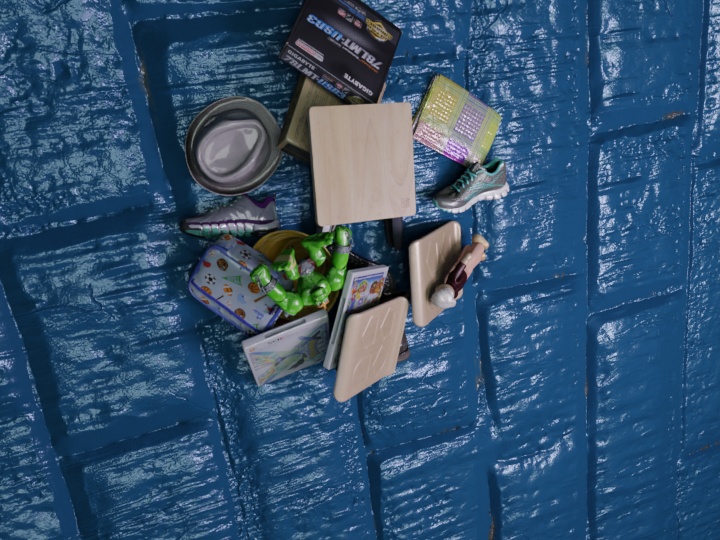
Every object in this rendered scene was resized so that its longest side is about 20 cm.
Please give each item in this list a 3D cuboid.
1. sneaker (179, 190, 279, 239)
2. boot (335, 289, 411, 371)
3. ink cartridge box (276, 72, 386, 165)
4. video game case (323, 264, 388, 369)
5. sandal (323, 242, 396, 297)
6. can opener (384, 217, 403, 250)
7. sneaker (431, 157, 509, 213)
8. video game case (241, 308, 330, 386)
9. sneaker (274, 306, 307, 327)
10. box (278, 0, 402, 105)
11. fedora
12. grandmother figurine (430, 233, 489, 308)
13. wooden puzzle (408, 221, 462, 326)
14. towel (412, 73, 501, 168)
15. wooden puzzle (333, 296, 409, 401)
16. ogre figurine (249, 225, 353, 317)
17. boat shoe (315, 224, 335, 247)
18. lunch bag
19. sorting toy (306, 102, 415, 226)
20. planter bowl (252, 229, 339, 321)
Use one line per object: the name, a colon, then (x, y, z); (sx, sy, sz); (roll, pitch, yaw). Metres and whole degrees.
sneaker: (-0.261, -0.113, 1.160); (0.195, 0.074, 0.090); (-2, 81, -19)
boot: (0.026, 0.133, 1.290); (0.195, 0.069, 0.178); (-17, 119, -14)
ink cartridge box: (-0.056, -0.302, 1.130); (0.162, 0.075, 0.205); (22, 77, -23)
video game case: (-0.008, 0.092, 1.178); (0.142, 0.018, 0.205); (-10, 119, -58)
sandal: (0.000, -0.001, 1.271); (0.199, 0.048, 0.076); (35, 101, -22)
can opener: (0.072, -0.141, 1.251); (0.077, 0.063, 0.206); (-9, 107, -16)
sneaker: (0.242, -0.194, 1.277); (0.196, 0.078, 0.093); (-22, 132, -20)
video game case: (-0.148, 0.166, 1.216); (0.178, 0.022, 0.202); (-21, 151, -13)
sneaker: (-0.129, 0.110, 1.246); (0.199, 0.077, 0.074); (-39, 111, -6)
box: (-0.032, -0.426, 1.090); (0.197, 0.049, 0.202); (29, 61, -18)
fedora: (-0.239, -0.236, 1.102); (0.197, 0.090, 0.180); (-29, 105, -8)
grandmother figurine: (0.215, 0.013, 1.270); (0.200, 0.059, 0.123); (-47, 145, -36)
wooden puzzle: (0.162, 0.002, 1.291); (0.198, 0.045, 0.191); (-26, 116, -49)
towel: (0.209, -0.321, 1.271); (0.196, 0.023, 0.147); (22, 96, -23)
wooden puzzle: (0.016, 0.154, 1.200); (0.198, 0.046, 0.190); (-13, 118, -52)
ogre figurine: (-0.095, 0.006, 1.083); (0.199, 0.097, 0.122); (-40, 128, -30)
boat shoe: (-0.047, -0.143, 1.208); (0.062, 0.071, 0.205); (11, 99, -19)
lunch bag: (-0.236, 0.039, 1.151); (0.198, 0.076, 0.161); (37, 120, -6)
sorting toy: (-0.003, -0.197, 1.070); (0.194, 0.069, 0.206); (-8, 103, -20)
planter bowl: (-0.128, -0.003, 1.194); (0.195, 0.084, 0.205); (5, 116, 11)
